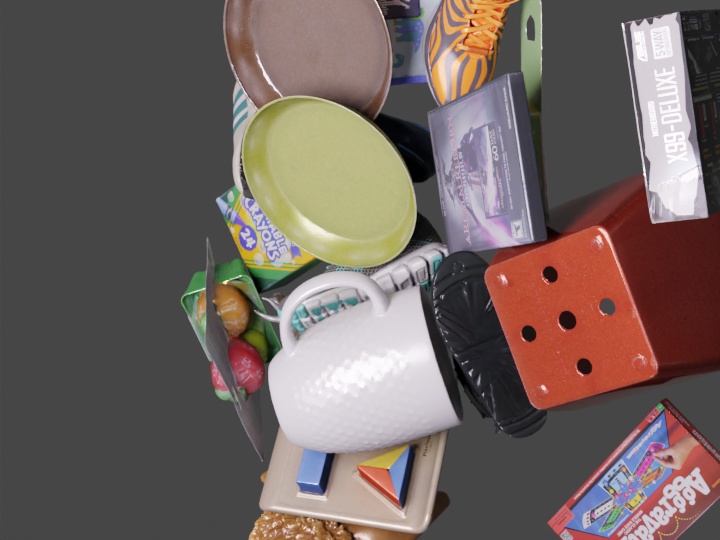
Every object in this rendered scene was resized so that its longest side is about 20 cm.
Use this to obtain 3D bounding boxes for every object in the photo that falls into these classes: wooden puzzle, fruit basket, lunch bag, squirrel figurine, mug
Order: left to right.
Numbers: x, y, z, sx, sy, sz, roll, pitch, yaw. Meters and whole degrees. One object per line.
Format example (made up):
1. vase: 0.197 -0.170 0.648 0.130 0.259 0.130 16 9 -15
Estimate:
1. fruit basket: -0.152 0.090 1.420 0.093 0.201 0.186 -14 127 10
2. squirrel figurine: -0.038 0.269 1.387 0.187 0.200 0.142 45 130 10
3. mug: -0.007 0.089 1.252 0.174 0.148 0.201 -18 119 8
4. wooden puzzle: -0.004 0.178 1.336 0.198 0.046 0.187 3 61 21
5. lunch bag: 0.004 -0.274 1.271 0.198 0.127 0.172 2 105 24

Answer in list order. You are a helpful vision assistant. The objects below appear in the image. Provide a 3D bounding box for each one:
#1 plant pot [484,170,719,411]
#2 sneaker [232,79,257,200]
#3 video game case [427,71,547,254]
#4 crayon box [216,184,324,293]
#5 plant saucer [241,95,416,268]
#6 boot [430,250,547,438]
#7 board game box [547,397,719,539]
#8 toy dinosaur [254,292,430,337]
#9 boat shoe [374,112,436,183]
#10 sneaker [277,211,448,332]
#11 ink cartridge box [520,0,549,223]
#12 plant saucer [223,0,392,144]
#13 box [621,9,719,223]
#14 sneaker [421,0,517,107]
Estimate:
1. plant pot: 0.227 0.026 1.124 0.199 0.176 0.201 -23 87 41
2. sneaker: -0.110 -0.169 1.390 0.093 0.070 0.202 156 122 -65
3. video game case: 0.111 -0.091 1.130 0.200 0.019 0.144 171 90 -72
4. crayon box: -0.068 -0.072 1.421 0.199 0.051 0.127 -31 81 39
5. plant saucer: -0.027 -0.093 1.242 0.198 0.031 0.201 18 134 20
6. boot: 0.119 0.072 1.230 0.073 0.162 0.200 -26 95 -1
7. board game box: 0.279 0.230 1.237 0.103 0.019 0.201 46 126 19
8. toy dinosaur: -0.013 0.074 1.380 0.199 0.102 0.078 14 110 37
9. boat shoe: -0.013 -0.139 1.294 0.198 0.069 0.085 7 123 8
10. sneaker: 0.000 0.000 1.326 0.078 0.198 0.092 74 173 -58
11. ink cartridge box: 0.144 -0.152 1.172 0.047 0.146 0.202 -5 102 1
12. plant saucer: -0.048 -0.224 1.218 0.199 0.032 0.202 15 121 27
13. box: 0.283 -0.133 1.023 0.049 0.199 0.159 -5 99 33
14. sneaker: 0.113 -0.244 1.172 0.112 0.077 0.202 -131 47 -73
